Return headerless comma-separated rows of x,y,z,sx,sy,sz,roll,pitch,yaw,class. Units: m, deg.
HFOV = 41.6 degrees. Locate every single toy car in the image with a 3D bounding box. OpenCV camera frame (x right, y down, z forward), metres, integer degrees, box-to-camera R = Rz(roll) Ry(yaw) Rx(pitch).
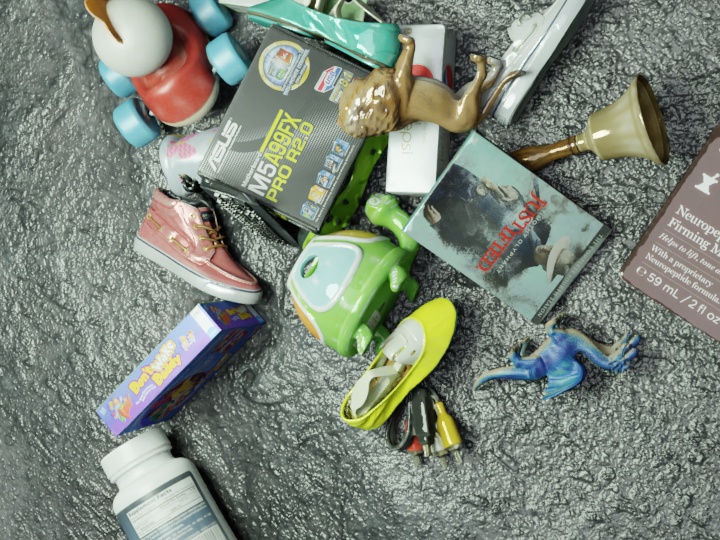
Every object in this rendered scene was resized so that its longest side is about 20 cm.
-0.270,-0.288,1.172,0.184,0.200,0.177,-30,59,12,toy car

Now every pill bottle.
-0.251,0.313,1.235,0.119,0.120,0.200,-35,80,16,pill bottle

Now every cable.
0.074,0.147,1.179,0.097,0.050,0.201,-13,74,35,cable

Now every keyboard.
-0.152,-0.073,1.156,0.127,0.200,0.021,24,82,16,keyboard

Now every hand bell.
0.243,-0.142,1.098,0.200,0.104,0.104,-17,85,31,hand bell

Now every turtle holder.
-0.006,0.005,1.136,0.132,0.141,0.186,30,113,15,turtle holder

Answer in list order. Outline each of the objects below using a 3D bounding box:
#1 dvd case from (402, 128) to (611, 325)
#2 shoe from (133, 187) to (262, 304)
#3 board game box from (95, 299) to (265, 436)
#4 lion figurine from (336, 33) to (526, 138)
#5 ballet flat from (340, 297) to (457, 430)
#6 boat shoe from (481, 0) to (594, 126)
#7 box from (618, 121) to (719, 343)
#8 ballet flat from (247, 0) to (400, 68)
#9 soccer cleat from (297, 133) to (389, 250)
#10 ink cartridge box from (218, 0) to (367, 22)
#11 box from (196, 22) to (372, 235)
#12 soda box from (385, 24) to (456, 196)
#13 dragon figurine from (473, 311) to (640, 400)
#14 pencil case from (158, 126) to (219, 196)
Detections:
0.170,-0.048,1.108,0.200,0.022,0.146,35,101,-8,dvd case
-0.204,-0.034,1.239,0.200,0.071,0.091,27,104,21,shoe
-0.227,0.121,1.216,0.200,0.134,0.045,-45,78,13,board game box
0.079,-0.194,1.072,0.199,0.072,0.123,12,106,-8,lion figurine
0.041,0.114,1.135,0.200,0.067,0.067,-55,50,21,ballet flat
0.200,-0.268,1.101,0.067,0.074,0.200,36,102,12,boat shoe
0.395,-0.033,0.994,0.166,0.164,0.200,34,101,15,box
-0.038,-0.299,1.129,0.200,0.067,0.071,24,99,17,ballet flat
-0.030,-0.118,1.191,0.081,0.067,0.200,34,98,30,soccer cleat
-0.072,-0.370,1.197,0.199,0.059,0.104,13,95,17,ink cartridge box
-0.077,-0.165,1.121,0.160,0.044,0.200,27,85,0,box
0.074,-0.191,1.147,0.063,0.068,0.201,3,92,18,soda box
0.227,0.116,1.106,0.200,0.059,0.100,-37,80,14,dragon figurine
-0.156,-0.151,1.215,0.199,0.091,0.083,-8,118,20,pencil case
